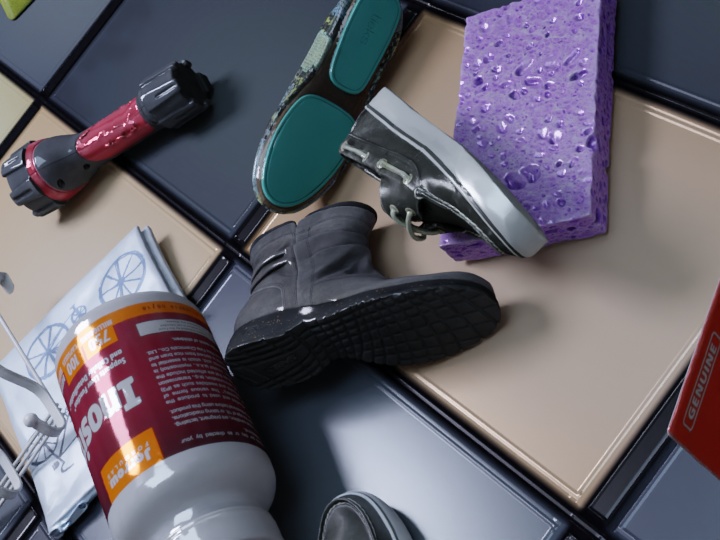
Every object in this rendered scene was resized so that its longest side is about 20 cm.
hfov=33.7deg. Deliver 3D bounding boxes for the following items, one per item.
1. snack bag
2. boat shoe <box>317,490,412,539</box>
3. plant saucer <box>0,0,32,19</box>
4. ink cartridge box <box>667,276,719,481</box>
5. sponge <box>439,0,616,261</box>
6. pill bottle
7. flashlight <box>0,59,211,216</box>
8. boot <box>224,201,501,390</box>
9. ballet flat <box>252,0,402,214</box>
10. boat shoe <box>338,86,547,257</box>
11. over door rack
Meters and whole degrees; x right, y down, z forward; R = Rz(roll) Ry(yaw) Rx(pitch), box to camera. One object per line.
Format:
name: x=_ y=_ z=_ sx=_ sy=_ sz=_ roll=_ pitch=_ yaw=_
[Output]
snack bag: x=-0.205 y=0.083 z=0.953 sx=0.189 sy=0.021 sz=0.200 roll=-43 pitch=48 yaw=8
boat shoe: x=0.000 y=0.213 z=0.681 sx=0.068 sy=0.057 sz=0.201 roll=-27 pitch=49 yaw=22
plant saucer: x=-0.380 y=-0.417 z=1.393 sx=0.200 sy=0.048 sz=0.200 roll=-44 pitch=45 yaw=7
ink cartridge box: x=0.222 y=0.021 z=0.547 sx=0.043 sy=0.173 sz=0.201 roll=10 pitch=69 yaw=41
sponge: x=0.117 y=-0.106 z=0.815 sx=0.111 sy=0.030 sz=0.201 roll=-12 pitch=57 yaw=34
pill bottle: x=-0.124 y=0.120 z=0.792 sx=0.113 sy=0.113 sz=0.200 roll=-39 pitch=54 yaw=11
flashlight: x=-0.230 y=-0.120 z=1.070 sx=0.200 sy=0.068 sz=0.068 roll=-27 pitch=48 yaw=23
boot: x=0.000 y=0.000 z=0.816 sx=0.199 sy=0.070 sz=0.132 roll=-10 pitch=43 yaw=20
ballet flat: x=-0.029 y=-0.131 z=0.931 sx=0.074 sy=0.074 sz=0.200 roll=19 pitch=74 yaw=44
boat shoe: x=0.048 y=-0.051 z=0.769 sx=0.064 sy=0.071 sz=0.200 roll=-47 pitch=37 yaw=4
over door rack: x=-0.324 y=0.111 z=0.971 sx=0.148 sy=0.066 sz=0.200 roll=-52 pitch=46 yaw=16
